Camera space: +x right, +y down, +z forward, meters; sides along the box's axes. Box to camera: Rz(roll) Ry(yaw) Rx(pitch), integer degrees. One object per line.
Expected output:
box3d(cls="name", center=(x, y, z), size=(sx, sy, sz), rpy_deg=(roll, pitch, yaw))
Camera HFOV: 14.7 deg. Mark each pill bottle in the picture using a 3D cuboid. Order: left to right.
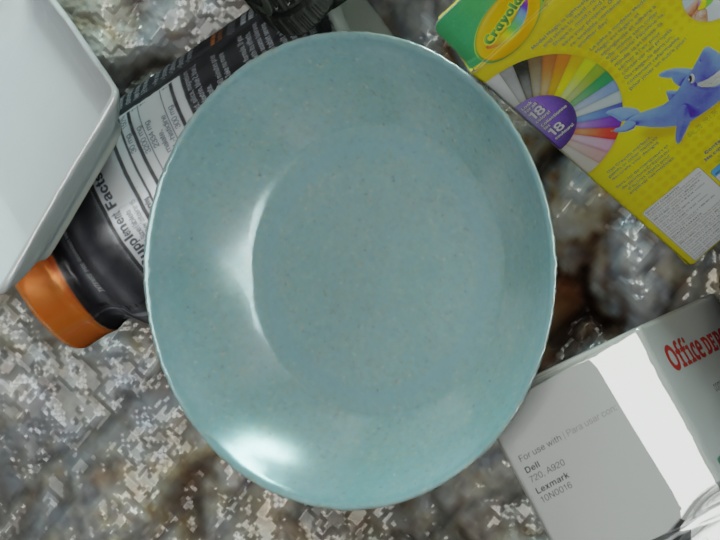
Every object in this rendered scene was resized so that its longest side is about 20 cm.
box3d(cls="pill bottle", center=(-0.069, -0.044, 1.280), size=(0.199, 0.106, 0.107), rpy_deg=(-32, 84, 14))

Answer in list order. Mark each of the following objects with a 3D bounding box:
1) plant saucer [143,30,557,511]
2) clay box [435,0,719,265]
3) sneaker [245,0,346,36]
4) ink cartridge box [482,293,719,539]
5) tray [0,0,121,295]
box3d(cls="plant saucer", center=(0.000, 0.000, 1.187), size=(0.200, 0.039, 0.203), rpy_deg=(0, 90, 28))
box3d(cls="clay box", center=(0.122, -0.097, 1.191), size=(0.115, 0.200, 0.048), rpy_deg=(-42, 40, 12))
box3d(cls="sneaker", center=(-0.034, -0.165, 1.230), size=(0.091, 0.200, 0.076), rpy_deg=(-34, 117, -6))
box3d(cls="ink cartridge box", center=(0.150, 0.119, 1.207), size=(0.084, 0.146, 0.201), rpy_deg=(-29, 86, 20))
box3d(cls="tray", center=(-0.153, -0.066, 1.279), size=(0.022, 0.200, 0.108), rpy_deg=(27, 101, -27))
